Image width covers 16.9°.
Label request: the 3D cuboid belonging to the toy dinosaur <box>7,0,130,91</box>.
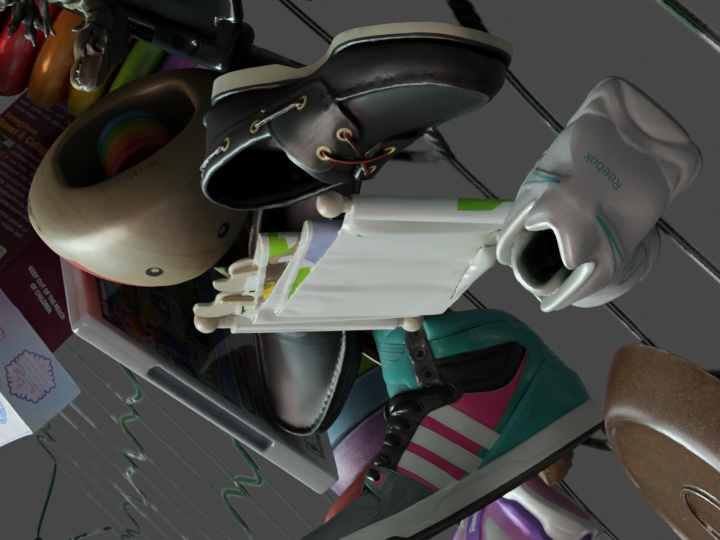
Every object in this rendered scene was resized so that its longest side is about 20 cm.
[{"bbox_3d":[-0.168,-0.173,1.256,0.088,0.047,0.201,-32,71,41],"label":"toy dinosaur"}]

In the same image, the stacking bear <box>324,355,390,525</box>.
[{"bbox_3d":[-0.020,0.069,1.584,0.200,0.114,0.121,52,-172,19],"label":"stacking bear"}]

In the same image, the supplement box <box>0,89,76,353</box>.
[{"bbox_3d":[-0.182,-0.049,1.515,0.110,0.200,0.086,31,159,40],"label":"supplement box"}]

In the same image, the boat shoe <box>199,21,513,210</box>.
[{"bbox_3d":[-0.003,-0.069,1.118,0.073,0.064,0.201,20,159,-35],"label":"boat shoe"}]

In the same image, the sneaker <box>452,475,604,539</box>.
[{"bbox_3d":[0.096,0.168,1.513,0.080,0.089,0.200,37,-179,11],"label":"sneaker"}]

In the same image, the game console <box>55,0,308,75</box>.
[{"bbox_3d":[-0.077,-0.167,1.256,0.175,0.117,0.200,18,-175,-36],"label":"game console"}]

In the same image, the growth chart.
[{"bbox_3d":[0.000,0.000,1.217,0.200,0.144,0.018,137,132,-61],"label":"growth chart"}]

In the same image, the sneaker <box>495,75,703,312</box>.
[{"bbox_3d":[0.091,-0.018,1.064,0.070,0.080,0.200,40,167,10],"label":"sneaker"}]

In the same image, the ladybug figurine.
[{"bbox_3d":[-0.112,-0.048,1.314,0.072,0.135,0.200,59,-178,-23],"label":"ladybug figurine"}]

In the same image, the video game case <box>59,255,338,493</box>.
[{"bbox_3d":[-0.097,0.034,1.404,0.200,0.018,0.144,37,-158,-34],"label":"video game case"}]

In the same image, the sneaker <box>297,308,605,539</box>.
[{"bbox_3d":[0.027,0.083,1.334,0.121,0.199,0.084,58,160,9],"label":"sneaker"}]

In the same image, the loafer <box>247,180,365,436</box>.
[{"bbox_3d":[-0.034,0.006,1.330,0.068,0.070,0.202,12,118,15],"label":"loafer"}]

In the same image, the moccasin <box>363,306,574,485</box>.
[{"bbox_3d":[0.043,0.061,1.432,0.201,0.078,0.074,41,166,19],"label":"moccasin"}]

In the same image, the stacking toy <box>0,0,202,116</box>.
[{"bbox_3d":[-0.133,-0.119,1.433,0.199,0.110,0.116,31,163,-1],"label":"stacking toy"}]

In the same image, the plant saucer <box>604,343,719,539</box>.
[{"bbox_3d":[0.196,0.121,1.253,0.200,0.034,0.200,41,165,13],"label":"plant saucer"}]

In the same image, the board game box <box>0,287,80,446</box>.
[{"bbox_3d":[-0.263,0.018,1.442,0.200,0.041,0.200,53,159,-6],"label":"board game box"}]

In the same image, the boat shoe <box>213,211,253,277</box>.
[{"bbox_3d":[-0.057,-0.029,1.437,0.201,0.063,0.074,160,100,-73],"label":"boat shoe"}]

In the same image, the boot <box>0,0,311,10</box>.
[{"bbox_3d":[-0.112,-0.167,1.065,0.200,0.151,0.073,49,156,-5],"label":"boot"}]
